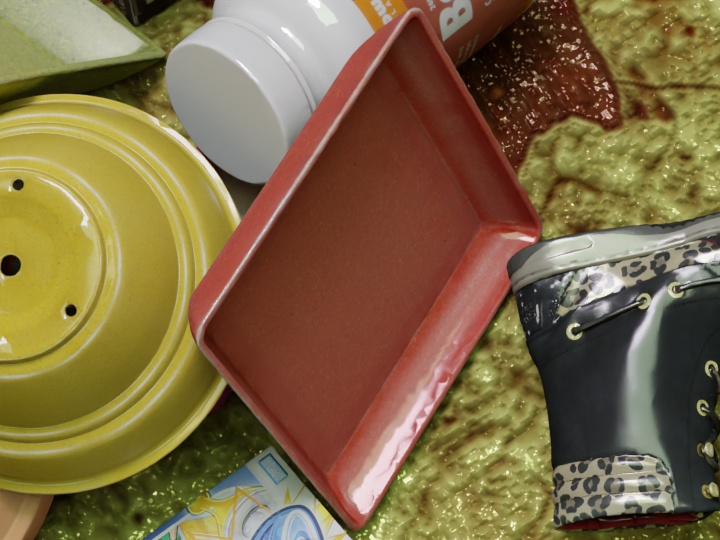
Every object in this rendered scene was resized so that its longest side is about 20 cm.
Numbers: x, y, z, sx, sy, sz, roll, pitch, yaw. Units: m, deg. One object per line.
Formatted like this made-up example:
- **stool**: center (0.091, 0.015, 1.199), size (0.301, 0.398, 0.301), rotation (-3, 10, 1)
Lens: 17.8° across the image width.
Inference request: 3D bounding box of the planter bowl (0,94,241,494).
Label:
- **planter bowl**: center (-0.157, 0.003, 1.096), size (0.200, 0.083, 0.201), rotation (-1, 80, 7)

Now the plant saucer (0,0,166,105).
- **plant saucer**: center (-0.231, -0.144, 1.217), size (0.200, 0.200, 0.048), rotation (37, 110, 13)

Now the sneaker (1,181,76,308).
- **sneaker**: center (-0.189, -0.014, 1.219), size (0.200, 0.092, 0.076), rotation (-2, 108, 20)

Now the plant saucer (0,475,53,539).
- **plant saucer**: center (-0.249, 0.082, 1.166), size (0.200, 0.032, 0.200), rotation (-1, 87, 14)

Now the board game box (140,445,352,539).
- **board game box**: center (-0.043, 0.190, 1.112), size (0.135, 0.034, 0.200), rotation (-36, 48, -10)

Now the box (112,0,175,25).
- **box**: center (-0.163, -0.243, 1.274), size (0.075, 0.100, 0.200), rotation (-37, 74, -10)

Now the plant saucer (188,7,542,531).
- **plant saucer**: center (0.000, 0.000, 1.143), size (0.037, 0.200, 0.200), rotation (19, 67, 35)

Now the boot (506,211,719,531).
- **boot**: center (0.183, 0.051, 1.179), size (0.203, 0.073, 0.154), rotation (-7, 73, 6)

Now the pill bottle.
- **pill bottle**: center (-0.003, -0.133, 1.197), size (0.112, 0.112, 0.200), rotation (40, 57, 14)

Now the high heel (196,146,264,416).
- **high heel**: center (-0.067, -0.016, 1.188), size (0.067, 0.096, 0.200), rotation (28, 74, -10)
